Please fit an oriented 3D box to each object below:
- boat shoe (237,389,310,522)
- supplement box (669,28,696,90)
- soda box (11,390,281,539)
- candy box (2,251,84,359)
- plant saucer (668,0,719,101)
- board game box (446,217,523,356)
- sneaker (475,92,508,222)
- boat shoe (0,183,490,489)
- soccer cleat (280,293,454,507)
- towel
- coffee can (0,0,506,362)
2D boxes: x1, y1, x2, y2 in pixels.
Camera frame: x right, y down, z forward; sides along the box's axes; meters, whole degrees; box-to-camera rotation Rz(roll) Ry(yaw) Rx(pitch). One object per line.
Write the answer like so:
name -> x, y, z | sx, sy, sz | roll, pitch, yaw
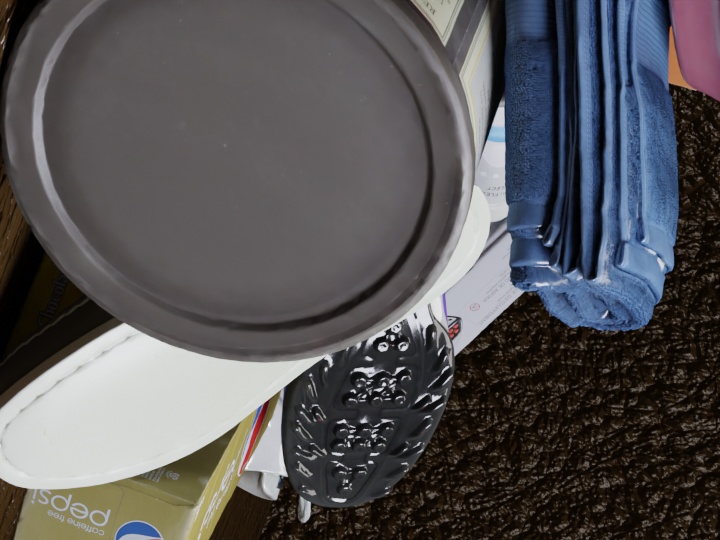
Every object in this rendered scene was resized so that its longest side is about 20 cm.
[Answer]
boat shoe -> -0.050, 0.077, 1.242 | 0.202, 0.086, 0.075 | -45, 177, -10
supplement box -> 0.123, -0.155, 1.131 | 0.200, 0.069, 0.067 | -79, -175, -55
soda box -> -0.077, 0.063, 1.094 | 0.200, 0.064, 0.068 | -61, 171, -64
candy box -> -0.107, 0.017, 1.108 | 0.200, 0.026, 0.102 | 99, 13, -74
plant saucer -> 0.128, -0.138, 0.912 | 0.201, 0.051, 0.201 | -1, 90, -78
board game box -> 0.051, -0.061, 1.281 | 0.126, 0.035, 0.200 | -44, -148, 28
sneaker -> 0.023, -0.089, 1.223 | 0.200, 0.075, 0.087 | -118, -153, -53
boat shoe -> -0.052, 0.010, 0.998 | 0.201, 0.060, 0.072 | -28, 137, -13
soccer cleat -> 0.000, 0.000, 1.108 | 0.073, 0.068, 0.200 | -119, -149, -57
towel -> 0.077, -0.084, 0.900 | 0.112, 0.048, 0.200 | 31, 57, -74
coffee can -> -0.019, -0.083, 0.914 | 0.200, 0.146, 0.147 | -68, 175, -58
